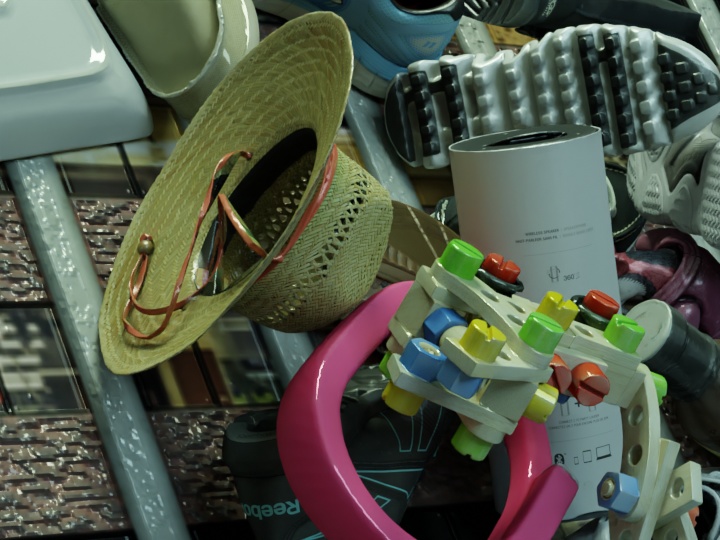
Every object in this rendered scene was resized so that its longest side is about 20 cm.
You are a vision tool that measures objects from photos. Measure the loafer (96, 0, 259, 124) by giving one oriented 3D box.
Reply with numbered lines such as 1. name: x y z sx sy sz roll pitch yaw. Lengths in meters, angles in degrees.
1. loafer: -0.116 -0.160 1.358 0.068 0.076 0.200 18 36 -45

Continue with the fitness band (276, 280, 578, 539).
1. fitness band: 0.034 0.082 1.204 0.144 0.037 0.200 50 32 -4

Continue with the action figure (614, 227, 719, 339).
1. action figure: 0.207 0.034 1.445 0.200 0.149 0.134 35 45 -36

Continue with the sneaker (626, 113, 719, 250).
1. sneaker: 0.230 -0.050 1.448 0.114 0.076 0.200 8 13 -17

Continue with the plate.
1. plate: -0.214 -0.145 1.291 0.199 0.032 0.200 -14 68 -47

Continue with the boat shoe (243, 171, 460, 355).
1. boat shoe: 0.000 0.000 1.351 0.200 0.063 0.073 25 28 -30

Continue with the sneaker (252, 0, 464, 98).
1. sneaker: -0.023 -0.189 1.454 0.200 0.090 0.078 33 42 -18

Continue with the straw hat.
1. straw hat: -0.035 -0.018 1.220 0.085 0.201 0.201 32 41 -24

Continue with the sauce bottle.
1. sauce bottle: 0.217 0.078 1.394 0.200 0.065 0.065 36 39 -33

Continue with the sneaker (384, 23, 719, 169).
1. sneaker: 0.116 -0.100 1.443 0.081 0.200 0.075 -10 97 -61

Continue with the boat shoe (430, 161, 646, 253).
1. boat shoe: 0.116 -0.032 1.474 0.200 0.060 0.076 -22 73 -49

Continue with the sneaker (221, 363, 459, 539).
1. sneaker: -0.003 0.094 1.269 0.200 0.075 0.079 -21 103 -56

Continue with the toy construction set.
1. toy construction set: 0.090 0.055 1.184 0.200 0.092 0.131 36 10 -33

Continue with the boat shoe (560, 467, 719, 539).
1. boat shoe: 0.173 0.140 1.375 0.200 0.069 0.072 -7 63 -46

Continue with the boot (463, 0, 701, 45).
1. boot: 0.099 -0.181 1.571 0.165 0.066 0.200 36 19 34

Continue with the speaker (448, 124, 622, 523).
1. speaker: 0.097 0.025 1.318 0.081 0.081 0.200 -20 105 -49
